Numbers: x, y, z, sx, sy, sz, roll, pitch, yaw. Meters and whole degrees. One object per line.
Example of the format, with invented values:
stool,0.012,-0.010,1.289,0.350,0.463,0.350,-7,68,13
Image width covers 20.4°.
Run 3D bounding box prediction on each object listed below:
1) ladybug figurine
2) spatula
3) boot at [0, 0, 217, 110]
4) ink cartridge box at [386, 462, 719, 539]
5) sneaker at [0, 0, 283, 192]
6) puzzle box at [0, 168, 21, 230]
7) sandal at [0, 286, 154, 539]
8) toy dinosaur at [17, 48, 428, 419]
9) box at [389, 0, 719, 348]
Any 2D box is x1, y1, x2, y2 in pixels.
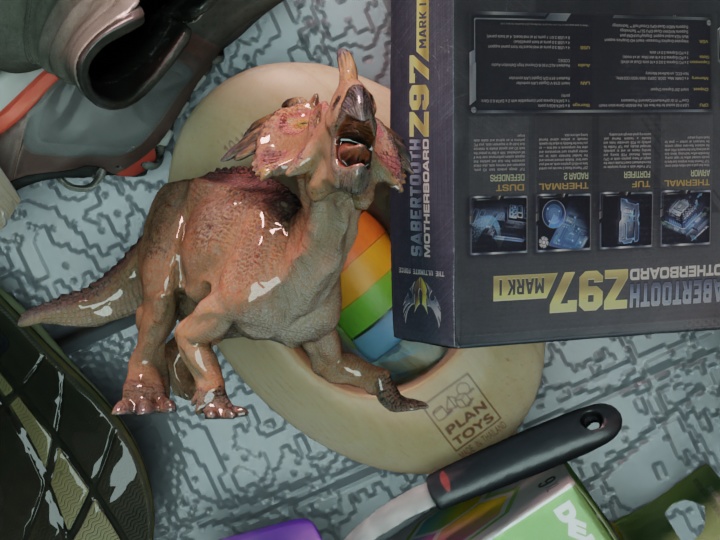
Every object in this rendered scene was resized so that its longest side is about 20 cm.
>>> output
ladybug figurine,0.000,0.000,0.868,0.136,0.072,0.200,-36,95,4
spatula,0.018,0.103,0.835,0.200,0.057,0.021,-27,140,8
boot,-0.079,-0.150,0.805,0.068,0.130,0.200,46,68,-43
ink cartridge box,0.063,0.128,0.865,0.200,0.104,0.059,-34,96,3
sneaker,-0.101,-0.086,0.872,0.200,0.077,0.082,-28,122,3
puzzle box,-0.238,-0.087,0.801,0.133,0.025,0.200,-3,134,33
sandal,-0.155,0.055,0.885,0.080,0.057,0.201,-38,80,9
toy dinosaur,-0.047,-0.012,0.784,0.200,0.086,0.136,-1,90,41
box,0.107,-0.052,0.830,0.199,0.051,0.158,-4,94,-30
